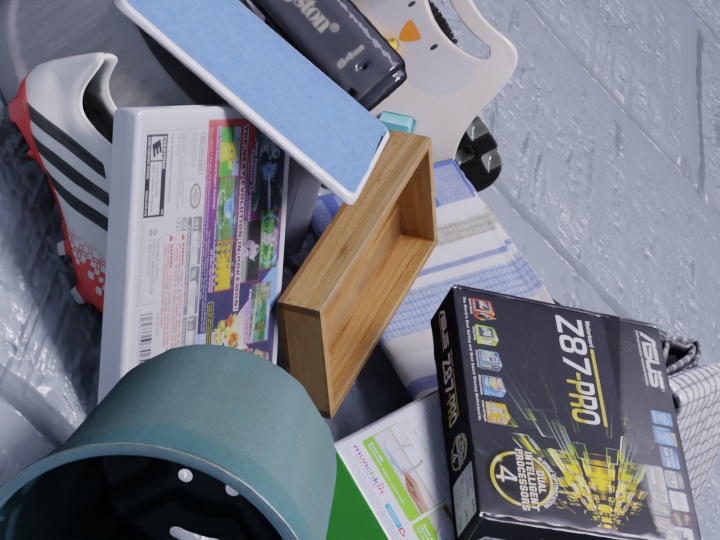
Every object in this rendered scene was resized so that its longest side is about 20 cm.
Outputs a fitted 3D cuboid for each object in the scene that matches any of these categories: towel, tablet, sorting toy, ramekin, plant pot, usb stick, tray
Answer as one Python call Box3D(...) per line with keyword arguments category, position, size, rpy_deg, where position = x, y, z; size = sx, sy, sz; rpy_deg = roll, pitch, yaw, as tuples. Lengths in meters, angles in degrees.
Box3D(category="towel", position=(0.058, 0.008, 1.800), size=(0.147, 0.024, 0.200), rpy_deg=(-16, 57, -26))
Box3D(category="tablet", position=(-0.068, -0.130, 1.586), size=(0.200, 0.014, 0.130), rpy_deg=(40, 25, -7))
Box3D(category="sorting toy", position=(0.028, -0.169, 1.867), size=(0.107, 0.180, 0.200), rpy_deg=(-8, 68, -60))
Box3D(category="ramekin", position=(-0.143, -0.136, 1.644), size=(0.200, 0.105, 0.200), rpy_deg=(38, 34, -32))
Box3D(category="towel", position=(0.199, 0.148, 1.815), size=(0.085, 0.200, 0.166), rpy_deg=(28, 21, 22))
Box3D(category="plant pot", position=(-0.100, 0.145, 1.353), size=(0.200, 0.200, 0.196), rpy_deg=(51, 21, -12))
Box3D(category="usb stick", position=(-0.048, -0.195, 1.678), size=(0.200, 0.055, 0.033), rpy_deg=(48, -15, 3))
Box3D(category="tray", position=(0.000, 0.000, 1.701), size=(0.200, 0.037, 0.099), rpy_deg=(-59, 153, -44))

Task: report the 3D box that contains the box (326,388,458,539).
Box3D(category="box", position=(0.039, 0.198, 1.603), size=(0.200, 0.097, 0.176), rpy_deg=(59, 27, 4))

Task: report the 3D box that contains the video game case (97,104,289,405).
Box3D(category="video game case", position=(-0.104, -0.006, 1.547), size=(0.182, 0.023, 0.201), rpy_deg=(-9, 104, -60))

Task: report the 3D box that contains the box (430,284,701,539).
Box3D(category="box", position=(0.135, 0.110, 1.630), size=(0.161, 0.049, 0.200), rpy_deg=(13, 45, -18))

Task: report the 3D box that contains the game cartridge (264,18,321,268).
Box3D(category="game cartridge", position=(-0.052, -0.118, 1.747), size=(0.041, 0.133, 0.200), rpy_deg=(10, 45, -14))

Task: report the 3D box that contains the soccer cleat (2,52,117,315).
Box3D(category="soccer cleat", position=(-0.153, -0.043, 1.537), size=(0.069, 0.085, 0.200), rpy_deg=(-32, 100, -62))

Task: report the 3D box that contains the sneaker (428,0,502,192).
Box3D(category="sneaker", position=(0.052, -0.161, 2.003), size=(0.089, 0.074, 0.200), rpy_deg=(-107, 174, -54))

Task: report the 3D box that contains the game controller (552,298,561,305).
Box3D(category="game controller", position=(0.115, 0.029, 1.876), size=(0.200, 0.042, 0.104), rpy_deg=(34, 15, 5))
